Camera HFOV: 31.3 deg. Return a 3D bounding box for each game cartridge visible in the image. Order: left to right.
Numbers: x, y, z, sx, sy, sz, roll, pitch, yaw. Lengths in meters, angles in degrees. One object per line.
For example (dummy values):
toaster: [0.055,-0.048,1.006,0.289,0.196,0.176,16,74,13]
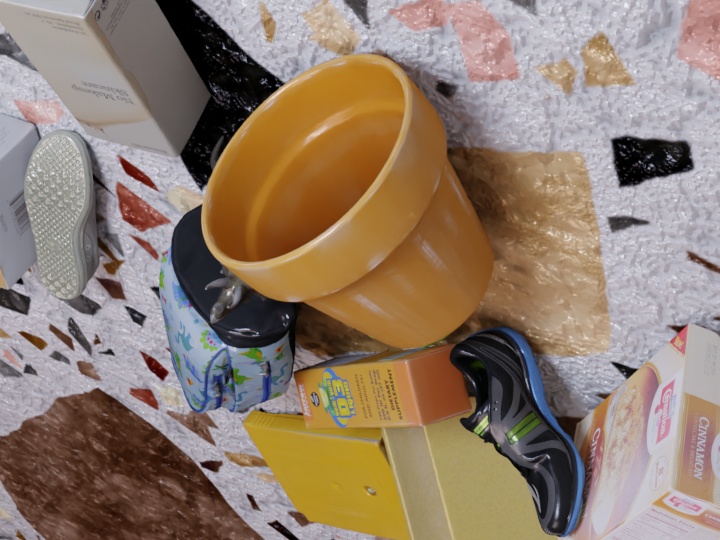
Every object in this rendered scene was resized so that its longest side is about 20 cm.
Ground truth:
game cartridge: [-0.020,0.235,1.466,0.200,0.032,0.176,4,134,39]

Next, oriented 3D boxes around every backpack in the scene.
backpack: [-0.127,0.054,1.253,0.163,0.154,0.200,57,174,26]

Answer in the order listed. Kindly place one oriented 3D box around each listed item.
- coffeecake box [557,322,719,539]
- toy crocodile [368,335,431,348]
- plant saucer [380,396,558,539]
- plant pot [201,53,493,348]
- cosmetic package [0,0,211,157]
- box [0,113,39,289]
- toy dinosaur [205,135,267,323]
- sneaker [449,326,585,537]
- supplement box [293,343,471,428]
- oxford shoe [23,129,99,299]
coffeecake box: [0.243,0.162,1.060,0.073,0.154,0.200,23,144,-7]
toy crocodile: [0.000,0.000,1.168,0.200,0.062,0.068,38,144,4]
plant saucer: [0.124,0.211,1.261,0.200,0.048,0.200,-7,101,43]
plant pot: [0.008,-0.037,1.022,0.200,0.200,0.183,-5,144,41]
cosmetic package: [-0.212,-0.183,1.063,0.103,0.073,0.200,15,157,23]
box: [-0.436,-0.093,1.363,0.200,0.106,0.152,18,141,22]
toy dinosaur: [-0.094,-0.039,1.117,0.077,0.200,0.102,2,154,-6]
sneaker: [0.132,0.143,1.118,0.071,0.083,0.200,116,138,-54]
supplement box: [0.017,0.115,1.233,0.200,0.069,0.067,-13,91,57]
oxford shoe: [-0.305,-0.063,1.338,0.075,0.058,0.200,16,127,13]
